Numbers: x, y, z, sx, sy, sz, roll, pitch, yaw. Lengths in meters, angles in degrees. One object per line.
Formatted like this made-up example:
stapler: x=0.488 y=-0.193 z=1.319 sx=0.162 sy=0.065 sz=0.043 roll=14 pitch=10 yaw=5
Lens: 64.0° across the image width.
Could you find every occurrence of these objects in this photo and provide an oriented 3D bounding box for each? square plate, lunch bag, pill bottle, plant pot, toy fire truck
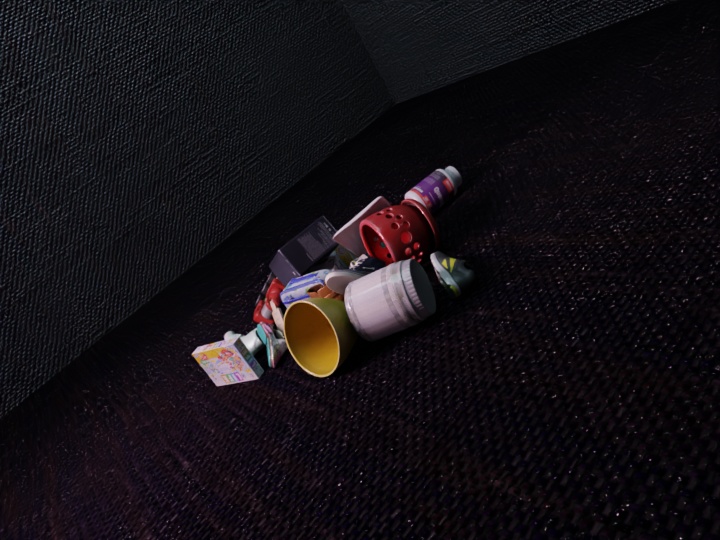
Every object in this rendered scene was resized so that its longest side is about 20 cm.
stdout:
square plate: x=0.028 y=-0.136 z=1.787 sx=0.197 sy=0.200 sz=0.029 roll=-39 pitch=61 yaw=12
lunch bag: x=-0.133 y=0.087 z=1.709 sx=0.198 sy=0.162 sz=0.083 roll=-16 pitch=25 yaw=36
pill bottle: x=0.257 y=-0.274 z=2.003 sx=0.199 sy=0.113 sz=0.112 roll=-38 pitch=21 yaw=-13
plant pot: x=-0.082 y=0.153 z=1.491 sx=0.198 sy=0.203 sz=0.141 roll=-11 pitch=8 yaw=44
toy fire truck: x=-0.283 y=0.135 z=1.885 sx=0.177 sy=0.127 sz=0.201 roll=-56 pitch=12 yaw=36
plant pot: x=0.120 y=-0.103 z=1.708 sx=0.181 sy=0.202 sz=0.200 roll=-34 pitch=20 yaw=-17

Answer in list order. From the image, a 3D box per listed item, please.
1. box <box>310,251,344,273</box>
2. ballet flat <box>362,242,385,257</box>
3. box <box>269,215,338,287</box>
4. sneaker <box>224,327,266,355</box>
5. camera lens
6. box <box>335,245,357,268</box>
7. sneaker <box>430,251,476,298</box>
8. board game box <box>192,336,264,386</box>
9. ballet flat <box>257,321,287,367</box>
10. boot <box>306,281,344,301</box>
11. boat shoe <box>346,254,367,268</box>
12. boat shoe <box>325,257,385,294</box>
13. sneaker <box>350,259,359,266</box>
box: x=-0.115 y=0.018 z=1.871 sx=0.115 sy=0.061 sz=0.201 roll=-28 pitch=19 yaw=10
ballet flat: x=0.071 y=-0.091 z=1.960 sx=0.200 sy=0.067 sz=0.067 roll=-43 pitch=2 yaw=-29
box: x=-0.174 y=-0.055 z=1.823 sx=0.200 sy=0.105 sz=0.148 roll=-41 pitch=-1 yaw=-30
sneaker: x=-0.366 y=0.226 z=1.861 sx=0.118 sy=0.074 sz=0.200 roll=-42 pitch=32 yaw=-7
camera lens: x=0.070 y=0.075 z=1.438 sx=0.198 sy=0.161 sz=0.161 roll=-24 pitch=22 yaw=22
box: x=-0.105 y=-0.047 z=2.045 sx=0.198 sy=0.102 sz=0.113 roll=-25 pitch=22 yaw=21
sneaker: x=0.242 y=0.003 z=1.491 sx=0.084 sy=0.075 sz=0.201 roll=-25 pitch=30 yaw=3
board game box: x=-0.396 y=0.274 z=1.718 sx=0.198 sy=0.135 sz=0.034 roll=-17 pitch=25 yaw=37
ballet flat: x=-0.260 y=0.216 z=1.736 sx=0.070 sy=0.070 sz=0.200 roll=-5 pitch=28 yaw=-20
boot: x=-0.041 y=0.086 z=1.583 sx=0.198 sy=0.156 sz=0.077 roll=-17 pitch=25 yaw=36
boat shoe: x=-0.001 y=-0.001 z=1.828 sx=0.072 sy=0.070 sz=0.201 roll=-46 pitch=8 yaw=-11
boat shoe: x=-0.009 y=0.010 z=1.552 sx=0.075 sy=0.197 sz=0.094 roll=-56 pitch=36 yaw=39
sneaker: x=0.036 y=0.044 z=1.673 sx=0.073 sy=0.086 sz=0.200 roll=-13 pitch=36 yaw=-22
